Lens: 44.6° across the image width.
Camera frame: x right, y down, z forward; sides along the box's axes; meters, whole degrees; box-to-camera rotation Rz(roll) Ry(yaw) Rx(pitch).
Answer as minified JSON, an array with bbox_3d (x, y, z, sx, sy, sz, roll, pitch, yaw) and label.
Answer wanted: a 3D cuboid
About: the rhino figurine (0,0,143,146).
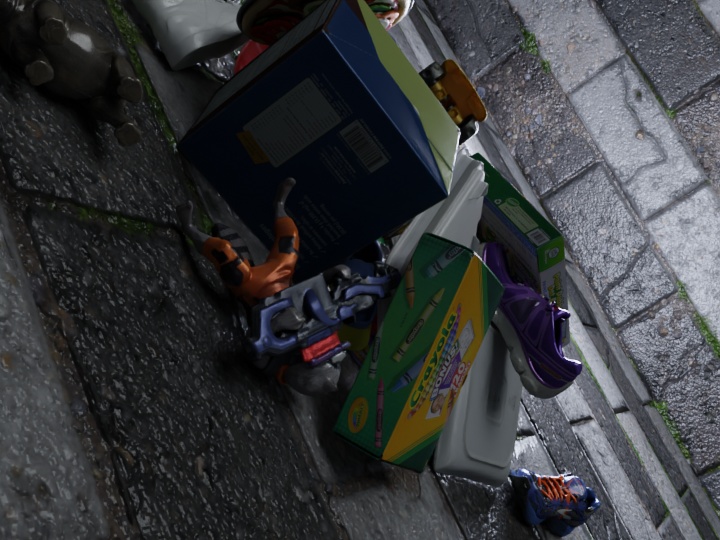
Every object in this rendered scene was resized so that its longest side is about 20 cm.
[{"bbox_3d":[-0.249,-0.182,0.682,0.199,0.060,0.088,39,7,-41],"label":"rhino figurine"}]

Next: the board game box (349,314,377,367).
[{"bbox_3d":[0.045,0.090,1.021,0.201,0.039,0.159,51,20,-19],"label":"board game box"}]

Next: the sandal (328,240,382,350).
[{"bbox_3d":[0.000,0.000,0.958,0.078,0.088,0.201,20,28,-14],"label":"sandal"}]

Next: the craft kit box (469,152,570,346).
[{"bbox_3d":[0.200,-0.022,1.153,0.201,0.048,0.200,55,-15,44],"label":"craft kit box"}]

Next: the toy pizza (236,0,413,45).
[{"bbox_3d":[-0.037,-0.274,0.957,0.199,0.196,0.033,7,73,-66],"label":"toy pizza"}]

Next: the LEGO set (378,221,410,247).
[{"bbox_3d":[0.072,-0.108,1.276,0.199,0.115,0.156,35,29,-49],"label":"LEGO set"}]

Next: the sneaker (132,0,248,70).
[{"bbox_3d":[-0.181,-0.305,0.999,0.117,0.073,0.200,56,28,-6],"label":"sneaker"}]

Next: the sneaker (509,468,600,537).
[{"bbox_3d":[0.260,0.298,1.174,0.199,0.078,0.076,33,29,-51],"label":"sneaker"}]

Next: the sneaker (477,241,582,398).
[{"bbox_3d":[0.202,0.050,1.047,0.080,0.083,0.203,18,44,-62],"label":"sneaker"}]

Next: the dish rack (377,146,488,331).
[{"bbox_3d":[0.083,-0.014,0.937,0.201,0.043,0.173,-56,159,-31],"label":"dish rack"}]

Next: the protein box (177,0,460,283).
[{"bbox_3d":[-0.037,-0.134,0.893,0.199,0.198,0.136,48,32,-21],"label":"protein box"}]

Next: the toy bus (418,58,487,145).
[{"bbox_3d":[0.104,-0.256,1.485,0.137,0.198,0.192,54,12,-8],"label":"toy bus"}]

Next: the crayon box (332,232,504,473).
[{"bbox_3d":[0.059,0.081,0.826,0.057,0.203,0.119,22,-7,28],"label":"crayon box"}]

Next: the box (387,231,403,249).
[{"bbox_3d":[0.100,0.069,1.110,0.161,0.045,0.201,-103,168,-46],"label":"box"}]

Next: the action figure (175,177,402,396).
[{"bbox_3d":[-0.059,0.019,0.789,0.198,0.104,0.197,-12,73,-44],"label":"action figure"}]

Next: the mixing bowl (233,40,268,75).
[{"bbox_3d":[-0.049,-0.222,1.092,0.109,0.196,0.203,72,1,-51],"label":"mixing bowl"}]

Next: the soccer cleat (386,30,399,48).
[{"bbox_3d":[-0.044,-0.214,0.978,0.083,0.197,0.066,35,50,-50],"label":"soccer cleat"}]

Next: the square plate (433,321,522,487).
[{"bbox_3d":[0.153,0.151,1.057,0.197,0.028,0.205,29,67,-54],"label":"square plate"}]
